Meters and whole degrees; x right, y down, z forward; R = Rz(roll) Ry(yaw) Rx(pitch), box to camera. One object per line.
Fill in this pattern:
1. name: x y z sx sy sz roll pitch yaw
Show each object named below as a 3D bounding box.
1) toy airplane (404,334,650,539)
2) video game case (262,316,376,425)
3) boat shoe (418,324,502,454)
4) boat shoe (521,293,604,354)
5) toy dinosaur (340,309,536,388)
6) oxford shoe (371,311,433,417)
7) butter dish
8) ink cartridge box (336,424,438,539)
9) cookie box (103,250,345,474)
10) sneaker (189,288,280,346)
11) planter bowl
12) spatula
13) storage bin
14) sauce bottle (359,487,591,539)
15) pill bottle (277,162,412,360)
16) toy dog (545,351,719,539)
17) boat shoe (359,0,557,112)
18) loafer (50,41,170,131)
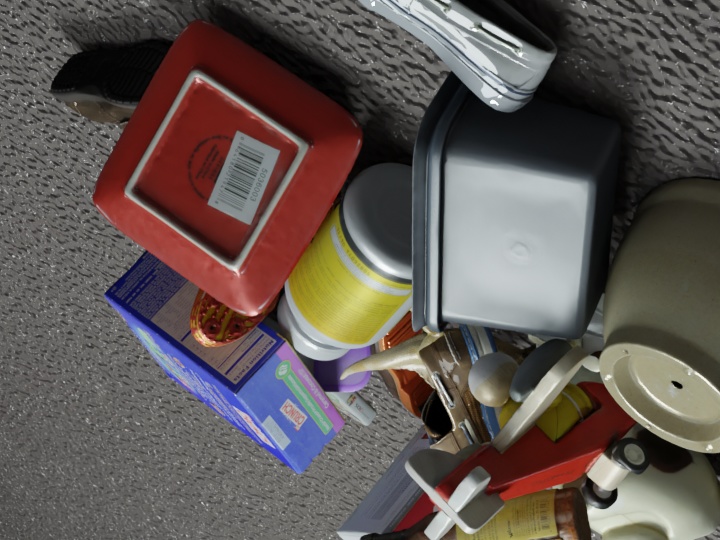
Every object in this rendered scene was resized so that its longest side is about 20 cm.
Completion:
1. toy airplane: 0.117 0.132 1.458 0.141 0.200 0.199 64 -167 25
2. video game case: -0.093 0.075 1.872 0.200 0.023 0.182 29 168 38
3. boat shoe: 0.090 0.129 1.592 0.072 0.072 0.201 -108 5 -56
4. boat shoe: 0.169 0.045 1.531 0.200 0.069 0.072 24 173 29
5. toy dinosaur: 0.067 0.065 1.660 0.199 0.058 0.102 -4 107 13
6. oxford shoe: 0.030 0.064 1.769 0.073 0.071 0.200 33 152 34
7. butter dish: -0.098 -0.089 1.606 0.199 0.200 0.148 35 -168 16
8. ink cartridge box: 0.088 0.199 1.723 0.084 0.200 0.176 42 166 -7
9. cookie box: -0.129 0.086 1.756 0.200 0.075 0.171 34 165 34
10. sneaker: -0.111 -0.007 1.684 0.077 0.200 0.073 -21 125 44
11. planter bowl: 0.262 0.050 1.366 0.200 0.135 0.200 30 153 17
12. spatula: -0.020 0.022 1.725 0.056 0.021 0.201 1 114 7
13. storage bin: 0.124 -0.046 1.392 0.134 0.146 0.201 13 129 16
14. sauce bottle: 0.097 0.231 1.573 0.199 0.066 0.066 -10 135 16
15. pill bottle: 0.000 0.000 1.608 0.112 0.112 0.200 39 141 -1
16. toy dog: 0.221 0.170 1.613 0.193 0.140 0.200 -21 118 40
17. boat shoe: 0.060 -0.203 1.317 0.200 0.074 0.067 39 127 0
18. loafer: -0.210 -0.169 1.718 0.200 0.073 0.071 14 156 50
